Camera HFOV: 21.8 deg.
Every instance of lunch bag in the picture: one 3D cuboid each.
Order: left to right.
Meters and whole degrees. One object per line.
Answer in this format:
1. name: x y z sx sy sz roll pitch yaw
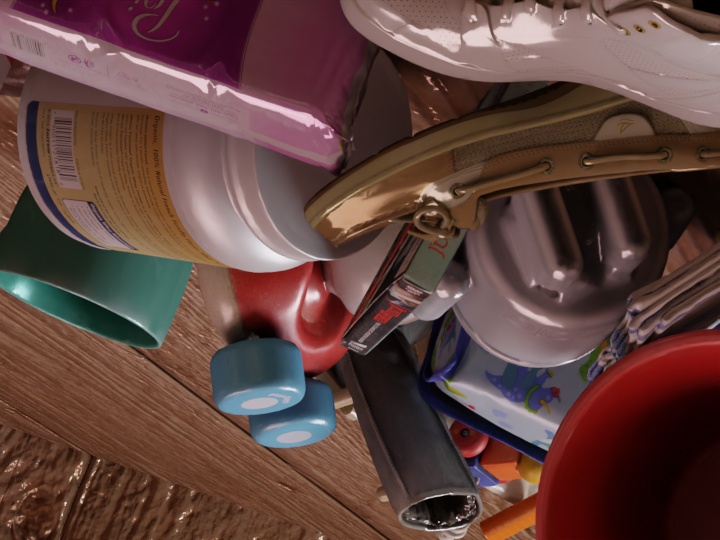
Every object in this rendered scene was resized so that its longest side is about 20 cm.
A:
1. lunch bag: 0.135 0.068 1.325 0.169 0.128 0.200 26 178 -2

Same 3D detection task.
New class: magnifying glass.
1. magnifying glass: 0.191 0.175 1.566 0.080 0.199 0.023 48 -164 -46

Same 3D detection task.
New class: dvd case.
1. dvd case: 0.045 -0.033 1.018 0.022 0.147 0.200 30 165 -2

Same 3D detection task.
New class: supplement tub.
1. supplement tub: -0.082 -0.076 1.049 0.199 0.146 0.144 9 161 43

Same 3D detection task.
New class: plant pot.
1. plant pot: 0.208 0.142 0.997 0.199 0.203 0.177 15 177 23

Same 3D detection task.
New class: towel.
1. towel: 0.194 0.012 1.025 0.024 0.146 0.200 57 173 13

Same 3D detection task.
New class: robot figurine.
1. robot figurine: 0.109 -0.009 1.074 0.168 0.114 0.200 -13 168 -8

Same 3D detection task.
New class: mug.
1. mug: -0.223 -0.025 1.513 0.183 0.115 0.152 20 166 11

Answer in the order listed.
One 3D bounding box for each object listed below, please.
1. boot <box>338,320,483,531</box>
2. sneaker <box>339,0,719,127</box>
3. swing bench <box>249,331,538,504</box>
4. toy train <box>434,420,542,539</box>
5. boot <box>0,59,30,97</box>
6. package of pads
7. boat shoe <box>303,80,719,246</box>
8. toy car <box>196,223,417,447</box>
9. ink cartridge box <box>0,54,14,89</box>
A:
1. boot: 0.040 0.096 1.389 0.181 0.073 0.201 6 -137 -54
2. sneaker: 0.091 -0.123 0.784 0.198 0.075 0.116 12 164 0
3. swing bench: 0.050 0.120 1.629 0.199 0.131 0.198 1 155 42
4. toy train: 0.132 0.149 1.461 0.115 0.202 0.085 7 160 32
5. boot: -0.261 -0.152 1.197 0.199 0.065 0.186 15 178 36
6. package of pads: -0.079 -0.134 0.877 0.198 0.122 0.076 19 166 6
7. boat shoe: 0.072 -0.046 0.878 0.199 0.064 0.073 -20 179 -2
8. toy car: 0.000 0.000 1.260 0.198 0.186 0.177 -11 159 9
9. ink cartridge box: -0.289 -0.162 1.038 0.199 0.147 0.083 30 166 -28
